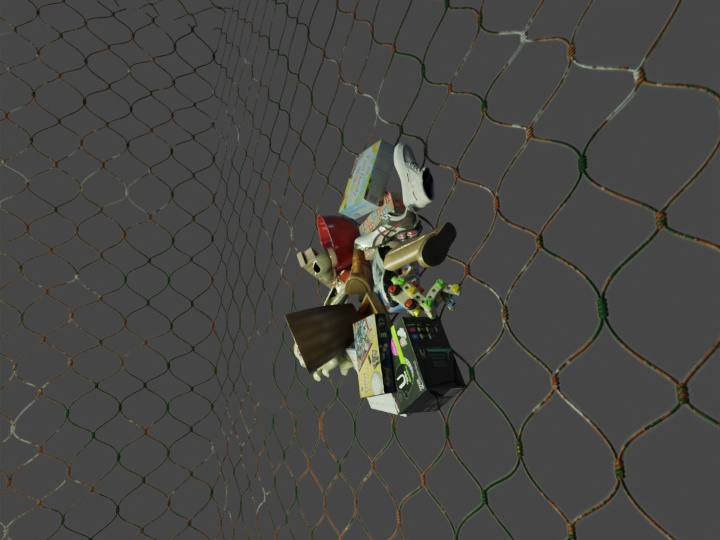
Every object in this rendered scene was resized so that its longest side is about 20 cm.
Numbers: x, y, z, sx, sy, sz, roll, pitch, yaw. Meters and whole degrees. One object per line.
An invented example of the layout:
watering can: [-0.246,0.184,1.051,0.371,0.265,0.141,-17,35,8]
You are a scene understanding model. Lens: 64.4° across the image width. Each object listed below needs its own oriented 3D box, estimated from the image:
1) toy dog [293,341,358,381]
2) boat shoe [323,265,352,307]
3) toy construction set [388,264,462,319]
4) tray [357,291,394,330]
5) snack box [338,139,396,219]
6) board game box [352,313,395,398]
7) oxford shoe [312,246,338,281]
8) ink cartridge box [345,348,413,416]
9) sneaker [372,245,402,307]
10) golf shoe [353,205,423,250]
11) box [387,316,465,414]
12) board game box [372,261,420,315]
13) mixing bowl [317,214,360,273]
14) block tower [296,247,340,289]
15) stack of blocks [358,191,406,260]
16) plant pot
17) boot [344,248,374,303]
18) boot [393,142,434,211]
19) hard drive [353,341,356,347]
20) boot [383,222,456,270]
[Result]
toy dog: [-0.114,0.255,1.836,0.139,0.199,0.195,-17,73,59]
boat shoe: [-0.067,0.058,1.914,0.201,0.062,0.071,-67,33,31]
toy construction set: [0.150,0.048,1.443,0.131,0.092,0.200,-42,40,-9]
tray: [0.056,0.170,1.642,0.200,0.037,0.099,61,143,33]
snack box: [0.022,-0.270,1.717,0.168,0.067,0.201,-15,56,62]
board game box: [0.032,0.223,1.486,0.135,0.034,0.201,-32,61,60]
oxford shoe: [-0.115,-0.013,1.768,0.200,0.074,0.071,99,149,-65]
ink cartridge box: [0.055,0.303,1.607,0.199,0.040,0.201,-9,105,61]
sneaker: [0.076,0.028,1.577,0.086,0.077,0.201,118,154,-44]
golf shoe: [0.069,-0.114,1.565,0.077,0.199,0.088,-65,-44,-67]
box: [0.147,0.235,1.436,0.149,0.124,0.201,-56,42,44]
board game box: [0.100,0.044,1.632,0.200,0.036,0.152,-23,67,58]
mixing bowl: [-0.058,-0.096,1.833,0.200,0.108,0.201,162,90,-78]
block tower: [-0.130,-0.006,1.902,0.058,0.200,0.054,-34,54,13]
stack of blocks: [0.074,-0.126,1.675,0.200,0.058,0.116,-47,48,50]
plant pot: [-0.098,0.177,1.684,0.187,0.199,0.188,157,90,-81]
boot: [0.000,0.000,1.707,0.076,0.200,0.156,-11,67,18]
boot: [0.153,-0.265,1.544,0.095,0.073,0.201,-24,74,52]
hard drive: [0.030,0.227,1.748,0.140,0.033,0.201,-54,42,46]
boot: [0.133,-0.036,1.443,0.200,0.175,0.066,-24,102,44]
